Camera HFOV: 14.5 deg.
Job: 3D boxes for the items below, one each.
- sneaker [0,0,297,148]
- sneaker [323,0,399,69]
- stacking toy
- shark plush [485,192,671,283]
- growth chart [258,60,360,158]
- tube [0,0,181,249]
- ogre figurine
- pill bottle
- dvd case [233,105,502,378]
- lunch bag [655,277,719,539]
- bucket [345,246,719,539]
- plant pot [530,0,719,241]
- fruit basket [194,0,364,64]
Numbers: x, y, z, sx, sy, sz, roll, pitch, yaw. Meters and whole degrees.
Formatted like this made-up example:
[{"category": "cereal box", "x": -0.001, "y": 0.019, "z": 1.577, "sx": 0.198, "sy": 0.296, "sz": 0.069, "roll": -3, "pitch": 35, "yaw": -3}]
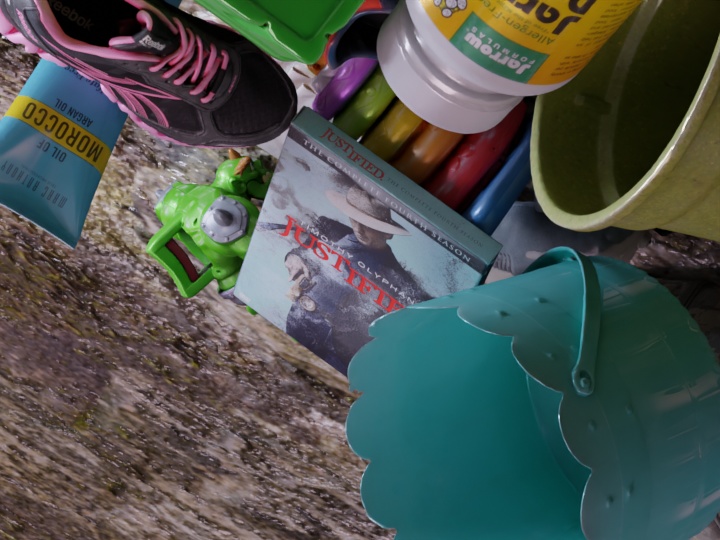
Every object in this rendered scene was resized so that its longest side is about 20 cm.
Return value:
[{"category": "sneaker", "x": -0.118, "y": -0.124, "z": 1.605, "sx": 0.200, "sy": 0.079, "sz": 0.095, "roll": 25, "pitch": 176, "yaw": -21}, {"category": "sneaker", "x": 0.072, "y": -0.123, "z": 1.608, "sx": 0.199, "sy": 0.085, "sz": 0.075, "roll": 13, "pitch": 150, "yaw": 16}, {"category": "stacking toy", "x": 0.011, "y": -0.102, "z": 1.687, "sx": 0.200, "sy": 0.110, "sz": 0.116, "roll": 39, "pitch": 149, "yaw": -5}, {"category": "shark plush", "x": 0.126, "y": -0.025, "z": 1.745, "sx": 0.083, "sy": 0.091, "sz": 0.200, "roll": 52, "pitch": 145, "yaw": -16}, {"category": "growth chart", "x": 0.004, "y": -0.078, "z": 1.801, "sx": 0.200, "sy": 0.018, "sz": 0.145, "roll": 34, "pitch": 149, "yaw": -20}, {"category": "tube", "x": -0.160, "y": -0.112, "z": 1.665, "sx": 0.077, "sy": 0.200, "sz": 0.050, "roll": 29, "pitch": 154, "yaw": -8}, {"category": "ogre figurine", "x": -0.072, "y": -0.010, "z": 1.876, "sx": 0.120, "sy": 0.098, "sz": 0.200, "roll": 40, "pitch": -169, "yaw": -20}, {"category": "pill bottle", "x": 0.091, "y": -0.161, "z": 1.456, "sx": 0.113, "sy": 0.113, "sz": 0.200, "roll": 29, "pitch": 136, "yaw": -13}, {"category": "dvd case", "x": 0.000, "y": 0.000, "z": 1.712, "sx": 0.146, "sy": 0.022, "sz": 0.200, "roll": 36, "pitch": 147, "yaw": 8}, {"category": "lunch bag", "x": 0.203, "y": 0.100, "z": 1.851, "sx": 0.167, "sy": 0.140, "sz": 0.200, "roll": 20, "pitch": 155, "yaw": 39}, {"category": "bucket", "x": 0.103, "y": 0.092, "z": 1.598, "sx": 0.207, "sy": 0.135, "sz": 0.208, "roll": 27, "pitch": 126, "yaw": 43}, {"category": "plant pot", "x": 0.218, "y": -0.085, "z": 1.488, "sx": 0.184, "sy": 0.201, "sz": 0.200, "roll": 21, "pitch": 153, "yaw": -21}, {"category": "fruit basket", "x": -0.081, "y": -0.211, "z": 1.551, "sx": 0.215, "sy": 0.156, "sz": 0.216, "roll": 37, "pitch": -169, "yaw": -9}]
